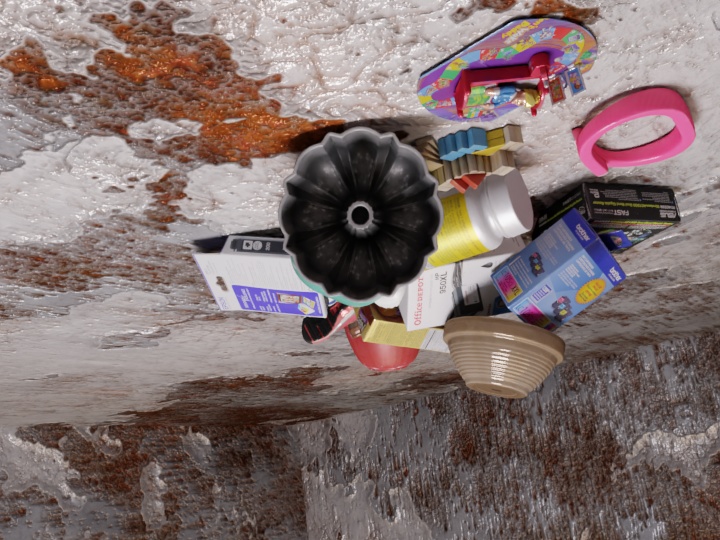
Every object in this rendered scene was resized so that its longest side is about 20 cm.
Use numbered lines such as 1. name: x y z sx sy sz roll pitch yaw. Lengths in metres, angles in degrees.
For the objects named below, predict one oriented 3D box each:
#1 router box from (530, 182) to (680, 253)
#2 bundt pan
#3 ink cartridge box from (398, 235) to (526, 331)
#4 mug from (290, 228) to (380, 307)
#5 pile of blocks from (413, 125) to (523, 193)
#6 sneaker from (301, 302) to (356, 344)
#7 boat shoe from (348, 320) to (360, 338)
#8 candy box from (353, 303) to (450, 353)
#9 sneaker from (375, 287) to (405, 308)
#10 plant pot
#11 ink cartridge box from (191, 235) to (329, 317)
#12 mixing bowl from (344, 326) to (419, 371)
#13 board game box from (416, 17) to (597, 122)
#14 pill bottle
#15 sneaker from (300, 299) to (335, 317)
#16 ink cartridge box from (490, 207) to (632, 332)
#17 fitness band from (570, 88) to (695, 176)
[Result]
1. router box: 0.404 -0.083 1.249 0.195 0.064 0.150 0 161 -24
2. bundt pan: 0.002 -0.066 0.911 0.196 0.207 0.076 -9 -179 4
3. ink cartridge box: 0.159 0.008 1.219 0.195 0.085 0.147 -10 136 -7
4. mug: -0.037 -0.032 1.035 0.183 0.155 0.113 -33 141 30
5. pile of blocks: 0.112 -0.131 0.959 0.196 0.064 0.082 -15 162 21
6. sneaker: -0.030 0.084 1.470 0.199 0.075 0.086 -39 146 20
7. boat shoe: 0.064 0.105 1.549 0.195 0.069 0.072 -3 163 -16
8. candy box: 0.088 0.077 1.318 0.196 0.118 0.057 11 126 -25
9. sneaker: 0.000 0.000 1.183 0.079 0.078 0.199 20 -175 -36
10. plant pot: 0.226 0.148 1.207 0.196 0.095 0.201 11 162 3
11. ink cartridge box: -0.157 0.012 1.234 0.194 0.044 0.199 3 151 5
12. mixing bowl: 0.059 0.161 1.680 0.195 0.111 0.200 -5 -175 0
13. board game box: 0.158 -0.194 0.809 0.197 0.040 0.156 -23 158 38
14. pill bottle: 0.136 -0.073 1.063 0.197 0.117 0.113 -18 161 30
15. sneaker: -0.043 0.033 1.385 0.112 0.083 0.199 1 159 -21
16. ink cartridge box: 0.318 -0.001 1.155 0.199 0.077 0.136 -41 136 15
17. fitness band: 0.357 -0.175 0.977 0.141 0.038 0.198 -18 162 29
